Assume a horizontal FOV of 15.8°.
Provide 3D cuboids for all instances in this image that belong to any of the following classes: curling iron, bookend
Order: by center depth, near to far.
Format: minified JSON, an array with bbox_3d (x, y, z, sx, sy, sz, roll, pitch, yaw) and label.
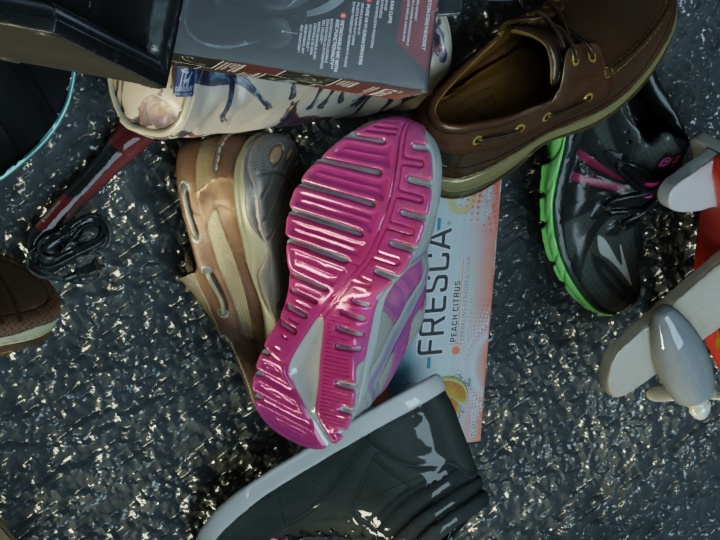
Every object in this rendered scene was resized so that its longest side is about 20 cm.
[{"bbox_3d":[-0.138,-0.200,1.216,0.092,0.199,0.201,10,88,10],"label":"bookend"},{"bbox_3d":[-0.124,-0.072,1.510,0.049,0.026,0.200,37,80,0],"label":"curling iron"}]

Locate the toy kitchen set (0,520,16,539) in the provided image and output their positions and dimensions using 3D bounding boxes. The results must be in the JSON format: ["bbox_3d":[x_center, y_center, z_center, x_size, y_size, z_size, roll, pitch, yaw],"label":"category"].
[{"bbox_3d":[-0.224,0.261,1.515,0.180,0.200,0.163,-40,161,-8],"label":"toy kitchen set"}]

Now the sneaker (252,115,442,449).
[{"bbox_3d":[0.000,0.000,1.500,0.088,0.081,0.201,-29,143,-62],"label":"sneaker"}]

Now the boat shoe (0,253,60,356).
[{"bbox_3d":[-0.272,0.033,1.470,0.201,0.075,0.075,1,135,-28],"label":"boat shoe"}]

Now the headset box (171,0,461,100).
[{"bbox_3d":[-0.038,-0.175,1.368,0.199,0.077,0.150,7,89,-13],"label":"headset box"}]

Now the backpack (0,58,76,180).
[{"bbox_3d":[-0.248,-0.135,1.361,0.175,0.153,0.201,-33,106,-10],"label":"backpack"}]

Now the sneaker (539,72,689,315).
[{"bbox_3d":[0.159,-0.063,1.602,0.077,0.083,0.201,-37,130,-54],"label":"sneaker"}]

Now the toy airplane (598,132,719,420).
[{"bbox_3d":[0.252,0.002,1.601,0.199,0.141,0.200,5,124,-52],"label":"toy airplane"}]

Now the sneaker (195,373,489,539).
[{"bbox_3d":[-0.009,0.152,1.566,0.200,0.071,0.099,-33,85,25],"label":"sneaker"}]

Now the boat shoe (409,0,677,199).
[{"bbox_3d":[0.111,-0.118,1.513,0.200,0.072,0.068,-36,160,-19],"label":"boat shoe"}]

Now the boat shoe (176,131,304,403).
[{"bbox_3d":[-0.068,-0.002,1.543,0.076,0.071,0.201,-57,150,-48],"label":"boat shoe"}]

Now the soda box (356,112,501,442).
[{"bbox_3d":[0.039,0.006,1.593,0.068,0.064,0.201,-4,109,-23],"label":"soda box"}]

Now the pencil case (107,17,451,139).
[{"bbox_3d":[-0.042,-0.125,1.480,0.199,0.078,0.090,-9,143,-35],"label":"pencil case"}]
